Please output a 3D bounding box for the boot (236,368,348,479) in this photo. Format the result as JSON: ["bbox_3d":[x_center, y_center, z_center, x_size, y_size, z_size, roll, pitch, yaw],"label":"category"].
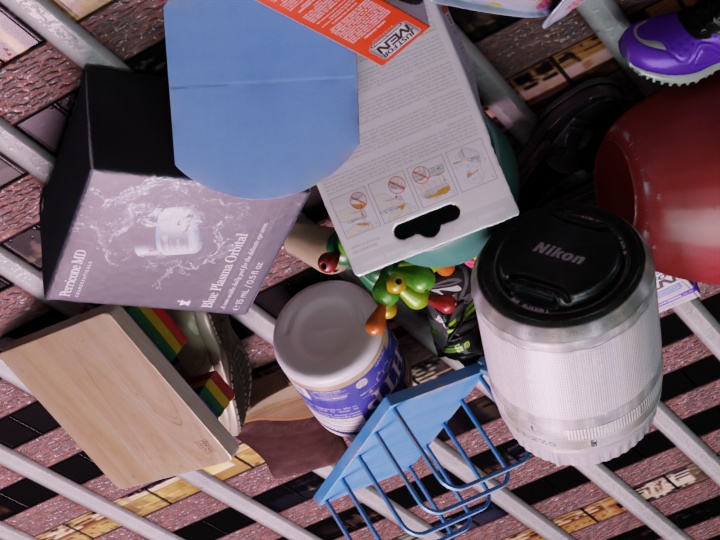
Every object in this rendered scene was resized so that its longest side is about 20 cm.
[{"bbox_3d":[-0.115,0.189,1.959,0.198,0.073,0.167,-18,135,-3],"label":"boot"}]

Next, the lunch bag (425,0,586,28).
[{"bbox_3d":[0.148,-0.279,1.320,0.198,0.128,0.170,4,146,-33],"label":"lunch bag"}]

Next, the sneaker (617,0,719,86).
[{"bbox_3d":[0.322,-0.224,1.506,0.198,0.070,0.100,-8,140,-12],"label":"sneaker"}]

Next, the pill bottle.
[{"bbox_3d":[-0.009,0.108,1.845,0.118,0.121,0.200,-16,147,9],"label":"pill bottle"}]

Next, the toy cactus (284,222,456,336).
[{"bbox_3d":[0.000,0.000,1.673,0.164,0.103,0.200,19,-178,28],"label":"toy cactus"}]

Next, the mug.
[{"bbox_3d":[0.058,-0.092,1.563,0.152,0.186,0.114,-39,159,9],"label":"mug"}]

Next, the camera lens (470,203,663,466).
[{"bbox_3d":[0.186,0.054,1.532,0.158,0.161,0.201,-12,135,3],"label":"camera lens"}]

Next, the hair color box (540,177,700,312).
[{"bbox_3d":[0.262,-0.017,1.790,0.109,0.065,0.200,-25,142,22],"label":"hair color box"}]

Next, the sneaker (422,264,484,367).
[{"bbox_3d":[0.102,0.048,1.820,0.070,0.083,0.200,-18,145,15],"label":"sneaker"}]

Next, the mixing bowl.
[{"bbox_3d":[0.279,-0.078,1.574,0.107,0.202,0.201,-7,147,-12],"label":"mixing bowl"}]

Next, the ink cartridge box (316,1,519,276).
[{"bbox_3d":[0.032,-0.117,1.483,0.161,0.050,0.202,-21,102,15],"label":"ink cartridge box"}]

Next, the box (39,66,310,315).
[{"bbox_3d":[-0.171,-0.065,1.550,0.198,0.118,0.197,5,143,-21],"label":"box"}]

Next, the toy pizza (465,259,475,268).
[{"bbox_3d":[0.176,-0.001,1.666,0.198,0.032,0.200,15,168,3],"label":"toy pizza"}]

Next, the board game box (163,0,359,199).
[{"bbox_3d":[-0.082,-0.162,1.441,0.156,0.039,0.202,-5,109,-6],"label":"board game box"}]

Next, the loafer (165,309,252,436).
[{"bbox_3d":[-0.163,0.091,1.812,0.067,0.076,0.201,-2,128,14],"label":"loafer"}]

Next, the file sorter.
[{"bbox_3d":[0.068,0.217,1.836,0.138,0.123,0.201,-16,152,-38],"label":"file sorter"}]

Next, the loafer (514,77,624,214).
[{"bbox_3d":[0.184,-0.101,1.642,0.071,0.064,0.200,15,139,-33],"label":"loafer"}]

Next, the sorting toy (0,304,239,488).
[{"bbox_3d":[-0.236,0.115,1.770,0.198,0.070,0.200,-19,117,44],"label":"sorting toy"}]

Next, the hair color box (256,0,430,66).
[{"bbox_3d":[-0.041,-0.246,1.334,0.199,0.102,0.061,22,135,-40],"label":"hair color box"}]

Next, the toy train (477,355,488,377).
[{"bbox_3d":[0.192,0.084,1.852,0.116,0.084,0.200,-58,155,-4],"label":"toy train"}]
